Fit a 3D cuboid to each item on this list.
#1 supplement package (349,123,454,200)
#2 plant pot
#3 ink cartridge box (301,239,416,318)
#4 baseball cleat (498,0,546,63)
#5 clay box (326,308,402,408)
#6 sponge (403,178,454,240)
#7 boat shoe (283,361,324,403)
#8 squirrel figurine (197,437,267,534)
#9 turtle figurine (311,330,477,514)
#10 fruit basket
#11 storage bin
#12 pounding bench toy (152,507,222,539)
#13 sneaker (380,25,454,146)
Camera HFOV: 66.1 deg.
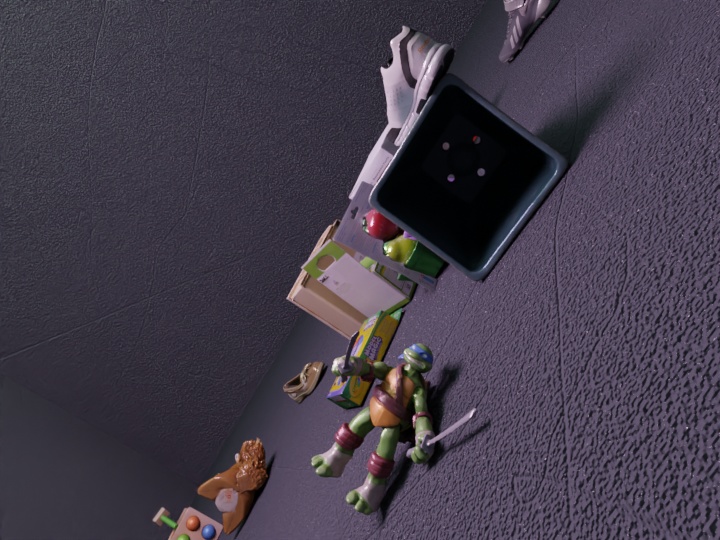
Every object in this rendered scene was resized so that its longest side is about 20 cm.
[{"bbox_3d":[0.109,-0.201,1.199,0.148,0.197,0.193,-51,10,40],"label":"supplement package"},{"bbox_3d":[0.149,-0.147,0.807,0.199,0.193,0.201,-55,3,22],"label":"plant pot"},{"bbox_3d":[0.000,0.000,1.109,0.147,0.198,0.077,-36,22,53],"label":"ink cartridge box"},{"bbox_3d":[0.370,-0.596,1.320,0.201,0.104,0.071,-52,14,53],"label":"baseball cleat"},{"bbox_3d":[0.009,0.161,1.064,0.204,0.047,0.115,-64,8,-23],"label":"clay box"},{"bbox_3d":[0.142,-0.110,0.975,0.202,0.108,0.031,-70,-12,-54],"label":"sponge"},{"bbox_3d":[-0.160,0.307,1.553,0.201,0.062,0.074,-51,11,50],"label":"boat shoe"},{"bbox_3d":[-0.316,0.560,1.495,0.200,0.142,0.187,-44,-2,4],"label":"squirrel figurine"},{"bbox_3d":[0.014,0.173,0.642,0.198,0.141,0.200,-62,4,6],"label":"turtle figurine"},{"bbox_3d":[0.062,-0.065,1.009,0.095,0.195,0.188,109,-177,-45],"label":"fruit basket"},{"bbox_3d":[-0.031,0.023,1.270,0.202,0.197,0.094,-63,11,-29],"label":"storage bin"},{"bbox_3d":[-0.543,0.800,1.698,0.126,0.197,0.156,-62,8,-31],"label":"pounding bench toy"},{"bbox_3d":[0.063,-0.247,0.749,0.075,0.079,0.201,-55,-4,-23],"label":"sneaker"}]
